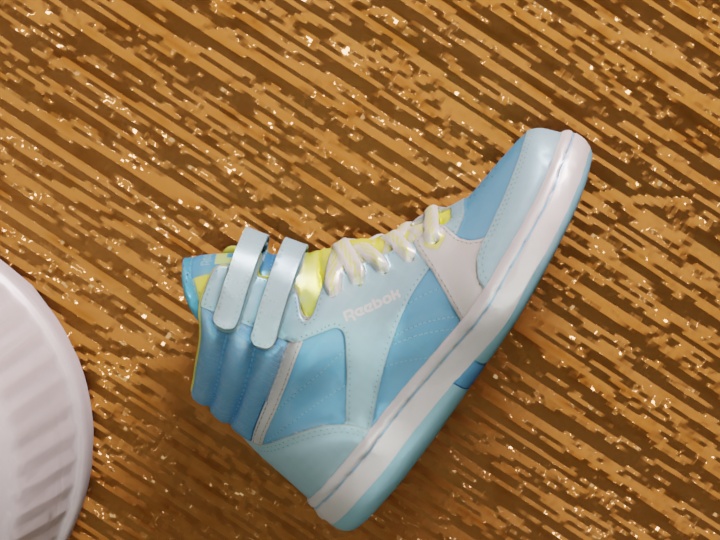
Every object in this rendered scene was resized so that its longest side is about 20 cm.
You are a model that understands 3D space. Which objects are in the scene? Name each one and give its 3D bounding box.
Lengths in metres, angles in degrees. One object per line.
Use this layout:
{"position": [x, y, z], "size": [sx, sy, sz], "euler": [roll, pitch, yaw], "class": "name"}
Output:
{"position": [-0.224, 0.082, 1.002], "size": [0.201, 0.094, 0.203], "euler": [1, 99, 6], "class": "ramekin"}
{"position": [0.000, 0.000, 0.974], "size": [0.130, 0.080, 0.200], "euler": [35, 100, -1], "class": "sneaker"}
